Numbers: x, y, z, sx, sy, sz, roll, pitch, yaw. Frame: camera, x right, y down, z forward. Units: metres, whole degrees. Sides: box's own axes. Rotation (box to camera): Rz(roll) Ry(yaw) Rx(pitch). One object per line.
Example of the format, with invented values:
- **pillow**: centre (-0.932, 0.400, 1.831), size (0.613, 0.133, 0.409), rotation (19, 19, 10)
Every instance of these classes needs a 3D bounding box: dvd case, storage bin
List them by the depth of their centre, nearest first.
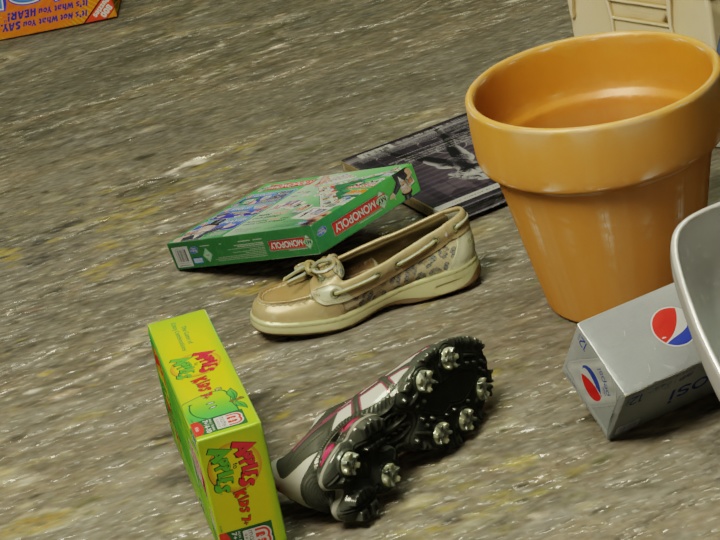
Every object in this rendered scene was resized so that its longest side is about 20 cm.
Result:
- **dvd case**: centre (0.092, -0.097, 2.003), size (0.148, 0.016, 0.200), rotation (-21, 25, -22)
- **storage bin**: centre (0.344, -0.286, 2.180), size (0.199, 0.094, 0.198), rotation (-30, 30, -33)

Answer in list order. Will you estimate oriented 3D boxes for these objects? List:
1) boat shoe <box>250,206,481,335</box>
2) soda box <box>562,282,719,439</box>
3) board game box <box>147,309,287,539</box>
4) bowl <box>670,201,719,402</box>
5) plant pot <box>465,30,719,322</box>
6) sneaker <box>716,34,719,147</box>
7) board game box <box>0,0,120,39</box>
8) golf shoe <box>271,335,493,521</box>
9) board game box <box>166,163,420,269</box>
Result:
- **boat shoe**: centre (0.000, 0.000, 1.780), size (0.198, 0.063, 0.073), rotation (-18, 26, -11)
- **soda box**: centre (0.247, 0.045, 1.543), size (0.199, 0.064, 0.068), rotation (-22, 61, -20)
- **board game box**: centre (-0.104, 0.116, 1.533), size (0.047, 0.102, 0.200), rotation (-15, 25, -10)
- **bowl**: centre (0.319, 0.037, 1.465), size (0.198, 0.075, 0.201), rotation (-13, 60, -9)
- **plant pot**: centre (0.194, -0.066, 1.688), size (0.198, 0.185, 0.201), rotation (-9, 25, 4)
- **sneaker**: centre (0.334, -0.188, 1.927), size (0.080, 0.148, 0.199), rotation (-28, 29, -32)
- **board game box**: centre (-0.418, -0.426, 2.718), size (0.198, 0.201, 0.200), rotation (-10, 24, 3)
- **golf shoe**: centre (0.016, 0.103, 1.542), size (0.088, 0.078, 0.200), rotation (2, 27, 44)
- **board game box**: centre (-0.060, -0.047, 1.897), size (0.199, 0.029, 0.134), rotation (-5, 20, 48)
